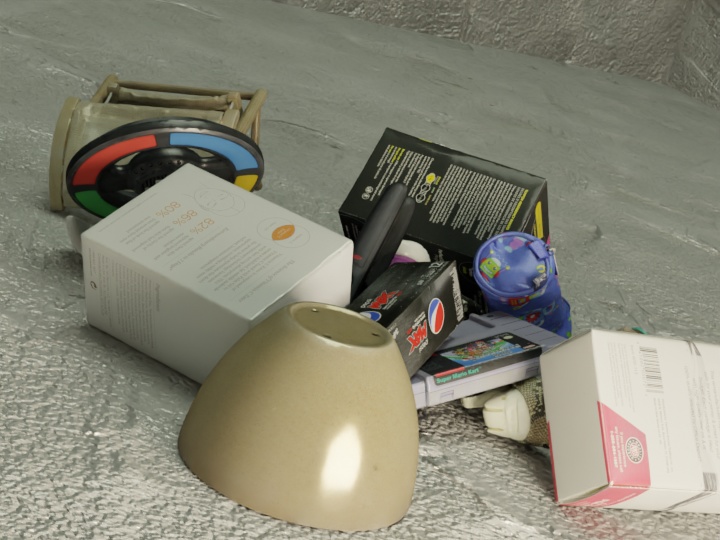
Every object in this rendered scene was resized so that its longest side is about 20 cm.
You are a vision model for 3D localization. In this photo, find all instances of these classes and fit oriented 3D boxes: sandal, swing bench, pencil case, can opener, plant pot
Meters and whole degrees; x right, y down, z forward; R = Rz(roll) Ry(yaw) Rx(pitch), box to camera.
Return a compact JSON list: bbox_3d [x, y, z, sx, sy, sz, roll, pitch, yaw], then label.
[{"bbox_3d":[0.049,0.020,1.798,0.082,0.050,0.203,6,-20,21],"label":"sandal"},{"bbox_3d":[-0.225,-0.139,1.891,0.199,0.130,0.200,5,15,9],"label":"swing bench"},{"bbox_3d":[0.175,0.028,1.748,0.200,0.087,0.078,61,5,-62],"label":"pencil case"},{"bbox_3d":[0.000,0.000,1.641,0.079,0.200,0.063,23,-14,21],"label":"can opener"},{"bbox_3d":[-0.036,0.104,1.363,0.200,0.135,0.200,15,17,-5],"label":"plant pot"}]

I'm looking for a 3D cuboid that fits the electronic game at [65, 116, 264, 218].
[{"bbox_3d":[-0.196,-0.097,1.684,0.200,0.200,0.042,7,61,-31],"label":"electronic game"}]

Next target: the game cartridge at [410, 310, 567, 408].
[{"bbox_3d":[0.088,0.084,1.594,0.200,0.038,0.130,-14,15,-28],"label":"game cartridge"}]

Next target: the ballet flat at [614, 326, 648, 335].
[{"bbox_3d":[0.253,0.099,1.756,0.068,0.067,0.200,51,-10,7],"label":"ballet flat"}]

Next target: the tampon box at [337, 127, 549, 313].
[{"bbox_3d":[0.099,-0.046,1.877,0.200,0.126,0.150,20,-26,18],"label":"tampon box"}]

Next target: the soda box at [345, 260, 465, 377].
[{"bbox_3d":[0.024,0.058,1.538,0.071,0.063,0.200,-1,22,29],"label":"soda box"}]

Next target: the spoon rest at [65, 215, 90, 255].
[{"bbox_3d":[-0.203,-0.041,1.685,0.200,0.061,0.099,-11,-20,23],"label":"spoon rest"}]

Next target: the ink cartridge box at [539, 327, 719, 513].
[{"bbox_3d":[0.272,0.142,1.518,0.200,0.147,0.083,8,-24,-30],"label":"ink cartridge box"}]

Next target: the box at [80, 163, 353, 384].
[{"bbox_3d":[-0.131,0.011,1.530,0.200,0.106,0.152,26,43,26],"label":"box"}]

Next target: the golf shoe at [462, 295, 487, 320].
[{"bbox_3d":[0.044,0.045,1.744,0.200,0.077,0.088,14,5,-22],"label":"golf shoe"}]

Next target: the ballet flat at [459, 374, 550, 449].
[{"bbox_3d":[0.137,0.125,1.606,0.075,0.068,0.200,-6,20,-21],"label":"ballet flat"}]
